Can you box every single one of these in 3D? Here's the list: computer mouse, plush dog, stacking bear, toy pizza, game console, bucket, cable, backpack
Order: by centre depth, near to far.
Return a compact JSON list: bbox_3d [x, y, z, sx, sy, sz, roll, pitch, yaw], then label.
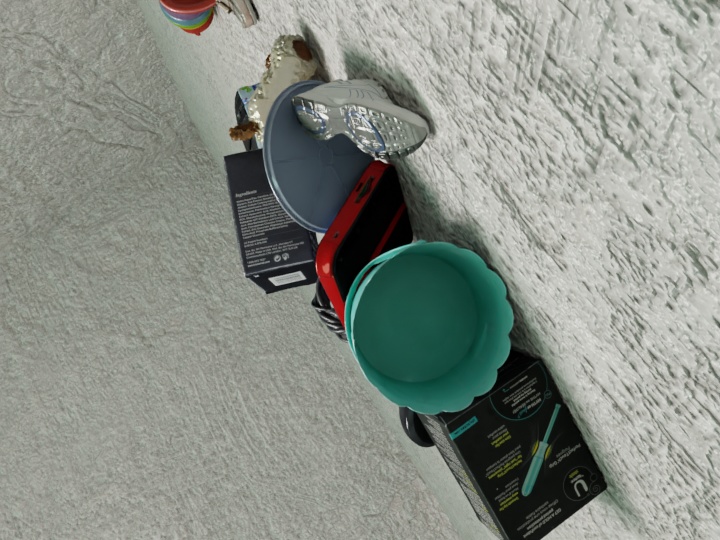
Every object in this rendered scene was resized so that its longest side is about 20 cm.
[{"bbox_3d":[0.078,0.066,0.927,0.208,0.207,0.135,59,175,-4],"label":"bucket"},{"bbox_3d":[-0.055,-0.148,0.977,0.032,0.200,0.201,-4,121,44],"label":"toy pizza"},{"bbox_3d":[0.010,-0.032,1.019,0.031,0.200,0.177,15,148,26],"label":"game console"},{"bbox_3d":[0.113,0.175,1.067,0.053,0.200,0.139,-9,113,45],"label":"computer mouse"},{"bbox_3d":[-0.108,-0.246,1.133,0.201,0.160,0.172,63,-164,-16],"label":"plush dog"},{"bbox_3d":[0.007,0.039,1.194,0.051,0.199,0.164,13,-115,-57],"label":"cable"},{"bbox_3d":[-0.160,-0.258,1.339,0.200,0.153,0.164,50,-160,-64],"label":"backpack"},{"bbox_3d":[-0.346,-0.541,1.502,0.122,0.113,0.200,59,175,-2],"label":"stacking bear"}]

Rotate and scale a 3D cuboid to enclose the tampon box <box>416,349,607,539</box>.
[{"bbox_3d":[0.190,0.225,0.961,0.201,0.149,0.126,61,169,-12],"label":"tampon box"}]

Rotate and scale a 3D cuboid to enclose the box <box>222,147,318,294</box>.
[{"bbox_3d":[-0.140,-0.081,1.246,0.197,0.117,0.201,74,-177,-80],"label":"box"}]

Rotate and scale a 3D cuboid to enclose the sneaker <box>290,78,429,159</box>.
[{"bbox_3d":[0.006,-0.192,0.872,0.200,0.087,0.075,27,150,38],"label":"sneaker"}]

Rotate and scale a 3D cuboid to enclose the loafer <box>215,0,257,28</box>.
[{"bbox_3d":[-0.249,-0.494,1.256,0.201,0.063,0.072,60,171,-4],"label":"loafer"}]
